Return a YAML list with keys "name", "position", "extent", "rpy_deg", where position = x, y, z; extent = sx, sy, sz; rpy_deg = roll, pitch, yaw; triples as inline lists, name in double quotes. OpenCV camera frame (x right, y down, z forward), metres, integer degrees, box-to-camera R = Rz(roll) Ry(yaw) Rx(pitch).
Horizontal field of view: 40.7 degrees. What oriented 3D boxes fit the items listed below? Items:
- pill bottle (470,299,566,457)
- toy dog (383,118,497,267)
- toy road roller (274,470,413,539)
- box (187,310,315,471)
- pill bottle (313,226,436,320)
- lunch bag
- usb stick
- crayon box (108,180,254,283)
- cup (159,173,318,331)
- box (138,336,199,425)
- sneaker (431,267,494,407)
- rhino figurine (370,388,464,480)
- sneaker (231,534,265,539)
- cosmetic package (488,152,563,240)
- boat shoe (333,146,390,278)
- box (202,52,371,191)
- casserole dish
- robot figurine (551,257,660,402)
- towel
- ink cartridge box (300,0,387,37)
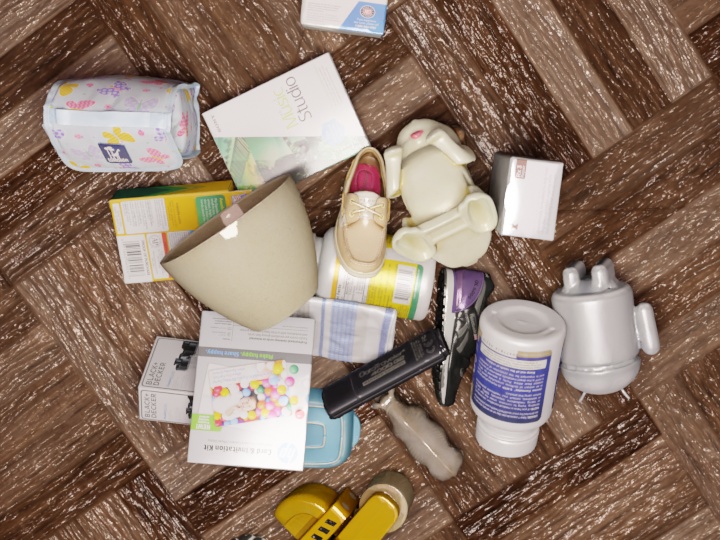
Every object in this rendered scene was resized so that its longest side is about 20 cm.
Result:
- name: "pill bottle"
  position: [0.215, 0.154, 1.355]
  extent: [0.118, 0.120, 0.202]
  rpy_deg: [4, 117, 0]
- name: "toy dog"
  position: [0.110, -0.118, 1.299]
  extent: [0.139, 0.193, 0.201]
  rpy_deg: [-30, 56, 23]
- name: "toy road roller"
  position: [-0.032, 0.354, 1.408]
  extent: [0.146, 0.123, 0.200]
  rpy_deg: [43, 98, 6]
- name: "box"
  position: [-0.144, 0.160, 1.295]
  extent: [0.154, 0.041, 0.202]
  rpy_deg: [5, 80, 0]
- name: "pill bottle"
  position: [0.000, 0.000, 1.352]
  extent: [0.198, 0.113, 0.114]
  rpy_deg: [9, 99, -1]
- name: "lunch bag"
  position: [-0.310, -0.194, 1.281]
  extent: [0.168, 0.200, 0.128]
  rpy_deg: [1, 99, 0]
- name: "usb stick"
  position: [0.032, 0.145, 1.357]
  extent: [0.199, 0.056, 0.033]
  rpy_deg: [-30, 137, 14]
- name: "crayon box"
  position: [-0.241, -0.055, 1.365]
  extent: [0.198, 0.052, 0.127]
  rpy_deg: [-4, 113, 2]
- name: "cup"
  position: [-0.134, -0.009, 1.239]
  extent: [0.199, 0.200, 0.144]
  rpy_deg: [-33, 102, 6]
- name: "box"
  position: [-0.205, 0.162, 1.373]
  extent: [0.198, 0.117, 0.061]
  rpy_deg: [7, 125, 1]
- name: "sneaker"
  position: [0.152, 0.099, 1.388]
  extent: [0.087, 0.076, 0.202]
  rpy_deg: [3, 99, -6]
- name: "rhino figurine"
  position: [0.075, 0.223, 1.398]
  extent: [0.060, 0.087, 0.200]
  rpy_deg: [-43, 94, 6]
- name: "sneaker"
  position: [-0.202, 0.477, 1.462]
  extent: [0.200, 0.081, 0.083]
  rpy_deg: [-42, 113, 14]
- name: "cosmetic package"
  position: [0.215, -0.102, 1.288]
  extent: [0.073, 0.200, 0.103]
  rpy_deg: [6, 100, 0]
- name: "boat shoe"
  position: [0.004, -0.083, 1.301]
  extent: [0.073, 0.201, 0.069]
  rpy_deg: [4, 142, -7]
- name: "box"
  position: [-0.103, -0.197, 1.360]
  extent: [0.199, 0.036, 0.145]
  rpy_deg: [-25, 98, 6]
- name: "casserole dish"
  position: [-0.099, 0.236, 1.429]
  extent: [0.198, 0.039, 0.122]
  rpy_deg: [3, 99, 1]
- name: "robot figurine"
  position: [0.331, 0.086, 1.360]
  extent: [0.168, 0.113, 0.202]
  rpy_deg: [-3, 100, 30]
- name: "towel"
  position: [-0.048, 0.085, 1.365]
  extent: [0.198, 0.147, 0.024]
  rpy_deg: [8, 55, 1]
- name: "ink cartridge box"
  position: [-0.013, -0.424, 1.307]
  extent: [0.115, 0.067, 0.202]
  rpy_deg: [7, 99, -1]
